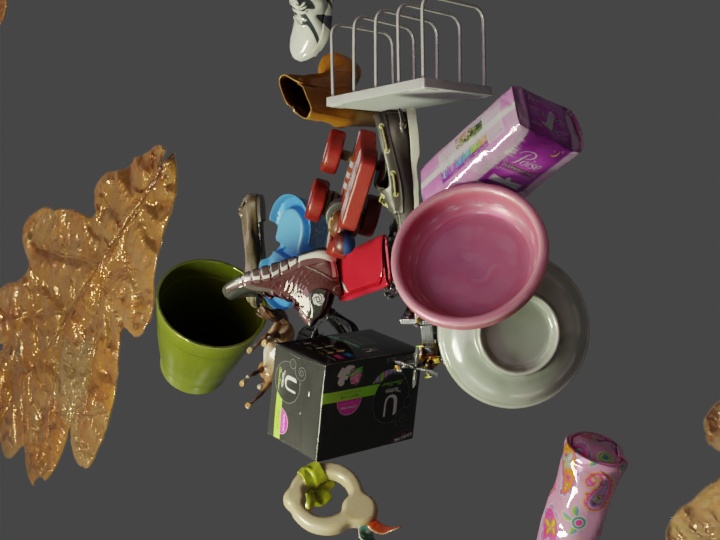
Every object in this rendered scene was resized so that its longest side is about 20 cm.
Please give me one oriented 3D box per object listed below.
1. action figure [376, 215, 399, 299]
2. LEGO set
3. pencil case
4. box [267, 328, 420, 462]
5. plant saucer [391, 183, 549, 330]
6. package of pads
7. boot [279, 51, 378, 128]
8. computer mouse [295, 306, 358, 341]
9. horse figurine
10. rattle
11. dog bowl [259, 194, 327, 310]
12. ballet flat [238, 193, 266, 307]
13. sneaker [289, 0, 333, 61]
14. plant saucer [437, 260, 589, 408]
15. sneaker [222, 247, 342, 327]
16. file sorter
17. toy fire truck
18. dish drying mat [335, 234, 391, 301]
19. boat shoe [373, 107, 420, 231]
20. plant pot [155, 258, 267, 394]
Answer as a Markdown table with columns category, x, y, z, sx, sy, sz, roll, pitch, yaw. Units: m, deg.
| category | x | y | z | sx | sy | sz | roll | pitch | yaw |
| --- | --- | --- | --- | --- | --- | --- | --- | --- | --- |
| action figure | 0.079 | -0.015 | 1.497 | 0.199 | 0.069 | 0.132 | 22 | 115 | 48 |
| LEGO set | 0.121 | 0.068 | 1.361 | 0.152 | 0.116 | 0.202 | 8 | 117 | 16 |
| pencil case | 0.278 | 0.309 | 1.297 | 0.087 | 0.087 | 0.202 | 29 | 115 | 42 |
| box | -0.023 | 0.182 | 1.529 | 0.124 | 0.198 | 0.151 | 18 | 107 | 45 |
| plant saucer | 0.138 | -0.013 | 1.271 | 0.198 | 0.051 | 0.203 | -8 | 59 | 13 |
| package of pads | 0.182 | -0.143 | 1.327 | 0.200 | 0.119 | 0.076 | -40 | 46 | 42 |
| boot | -0.065 | -0.288 | 1.559 | 0.071 | 0.143 | 0.202 | -62 | 41 | 29 |
| computer mouse | -0.061 | 0.150 | 1.691 | 0.140 | 0.046 | 0.202 | 32 | 110 | 39 |
| horse figurine | -0.154 | 0.141 | 1.730 | 0.049 | 0.132 | 0.202 | 24 | 118 | 18 |
| rattle | -0.028 | 0.413 | 1.659 | 0.198 | 0.130 | 0.144 | 23 | 124 | 16 |
| dog bowl | -0.112 | -0.031 | 1.721 | 0.111 | 0.049 | 0.202 | 32 | 116 | 41 |
| ballet flat | -0.193 | -0.036 | 1.794 | 0.046 | 0.067 | 0.203 | -1 | 90 | 7 |
| sneaker | -0.101 | -0.429 | 1.609 | 0.080 | 0.129 | 0.200 | 54 | 130 | 31 |
| plant saucer | 0.197 | 0.078 | 1.290 | 0.050 | 0.197 | 0.203 | -91 | -3 | -88 |
| sneaker | -0.121 | 0.044 | 1.634 | 0.198 | 0.076 | 0.117 | -19 | 87 | 13 |
| file sorter | 0.065 | -0.300 | 1.433 | 0.199 | 0.138 | 0.126 | -1 | 90 | 48 |
| toy fire truck | -0.016 | -0.106 | 1.502 | 0.168 | 0.111 | 0.202 | -86 | 14 | -63 |
| dish drying mat | 0.000 | 0.000 | 1.573 | 0.200 | 0.018 | 0.078 | 157 | 109 | -67 |
| boat shoe | 0.051 | -0.123 | 1.396 | 0.072 | 0.060 | 0.204 | -95 | 2 | -69 |
| plant pot | -0.287 | 0.118 | 1.845 | 0.201 | 0.199 | 0.194 | 56 | 143 | 28 |
